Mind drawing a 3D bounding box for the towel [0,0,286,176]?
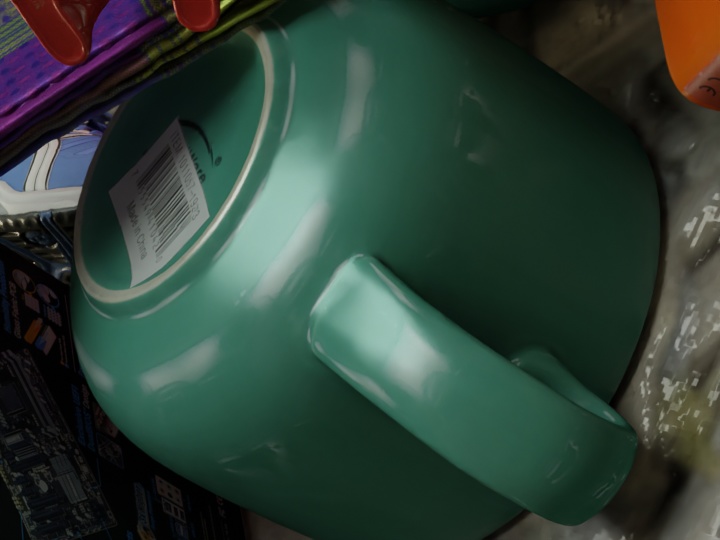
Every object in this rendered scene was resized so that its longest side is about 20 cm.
[{"bbox_3d":[-0.114,-0.056,0.748,0.200,0.023,0.144,-34,29,-4],"label":"towel"}]

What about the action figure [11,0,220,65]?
[{"bbox_3d":[-0.047,-0.148,0.711,0.065,0.099,0.200,-10,29,21],"label":"action figure"}]

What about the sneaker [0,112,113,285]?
[{"bbox_3d":[-0.107,-0.031,0.935,0.200,0.076,0.077,-2,63,50],"label":"sneaker"}]

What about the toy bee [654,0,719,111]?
[{"bbox_3d":[0.109,-0.141,0.709,0.131,0.109,0.200,-11,85,61],"label":"toy bee"}]

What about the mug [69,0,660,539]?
[{"bbox_3d":[0.000,-0.009,0.727,0.185,0.114,0.152,-11,56,52],"label":"mug"}]

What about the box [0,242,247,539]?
[{"bbox_3d":[-0.099,0.073,0.758,0.046,0.159,0.200,-41,36,21],"label":"box"}]

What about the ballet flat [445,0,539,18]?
[{"bbox_3d":[0.020,-0.119,0.738,0.068,0.200,0.075,-11,87,9],"label":"ballet flat"}]
